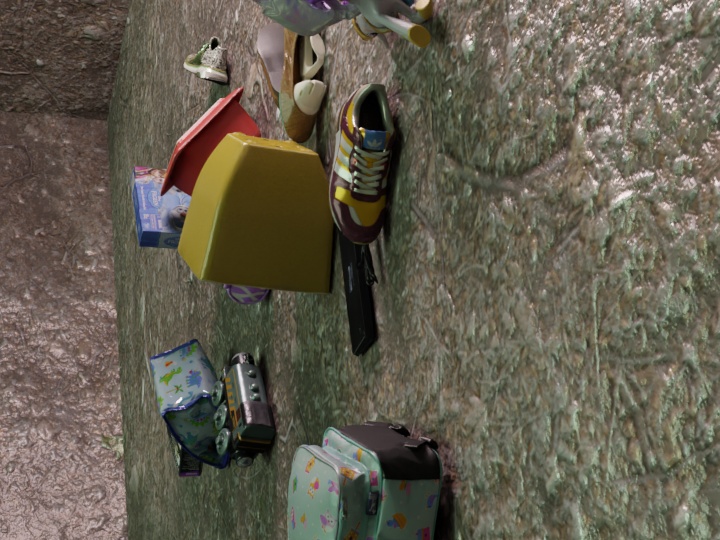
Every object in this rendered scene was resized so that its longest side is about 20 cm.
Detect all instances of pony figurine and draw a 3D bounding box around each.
[{"bbox_3d":[-0.008,-0.332,1.298,0.167,0.193,0.200,-54,20,-5],"label":"pony figurine"}]

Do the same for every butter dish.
[{"bbox_3d":[-0.247,-0.198,1.981,0.200,0.148,0.200,-52,2,-28],"label":"butter dish"}]

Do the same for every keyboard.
[{"bbox_3d":[0.000,0.000,1.443,0.127,0.021,0.201,119,147,-61],"label":"keyboard"}]

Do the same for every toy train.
[{"bbox_3d":[-0.200,0.236,1.881,0.114,0.085,0.200,-56,33,35],"label":"toy train"}]

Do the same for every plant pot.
[{"bbox_3d":[-0.144,-0.093,1.613,0.194,0.195,0.201,-143,62,-66],"label":"plant pot"}]

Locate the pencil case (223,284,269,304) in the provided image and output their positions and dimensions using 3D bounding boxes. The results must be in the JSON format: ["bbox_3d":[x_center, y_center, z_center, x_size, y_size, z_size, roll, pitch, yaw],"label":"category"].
[{"bbox_3d":[-0.217,-0.019,1.941,0.200,0.085,0.084,-117,37,-55],"label":"pencil case"}]

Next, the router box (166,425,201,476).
[{"bbox_3d":[-0.383,0.332,2.396,0.200,0.051,0.150,-123,38,-58],"label":"router box"}]

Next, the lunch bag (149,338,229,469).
[{"bbox_3d":[-0.310,0.264,2.110,0.170,0.127,0.200,-113,3,-50],"label":"lunch bag"}]

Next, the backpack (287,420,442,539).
[{"bbox_3d":[0.004,0.283,1.216,0.176,0.153,0.201,-169,76,-64],"label":"backpack"}]

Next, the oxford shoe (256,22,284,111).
[{"bbox_3d":[-0.131,-0.325,1.774,0.071,0.071,0.201,94,169,-51],"label":"oxford shoe"}]

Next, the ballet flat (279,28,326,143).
[{"bbox_3d":[-0.081,-0.297,1.659,0.072,0.068,0.201,-14,69,49],"label":"ballet flat"}]

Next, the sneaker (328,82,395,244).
[{"bbox_3d":[0.004,-0.135,1.369,0.090,0.075,0.201,146,123,-72],"label":"sneaker"}]

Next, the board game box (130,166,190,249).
[{"bbox_3d":[-0.333,-0.118,2.106,0.200,0.198,0.043,-109,32,-45],"label":"board game box"}]

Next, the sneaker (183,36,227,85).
[{"bbox_3d":[-0.313,-0.447,2.302,0.200,0.077,0.089,39,110,59],"label":"sneaker"}]
